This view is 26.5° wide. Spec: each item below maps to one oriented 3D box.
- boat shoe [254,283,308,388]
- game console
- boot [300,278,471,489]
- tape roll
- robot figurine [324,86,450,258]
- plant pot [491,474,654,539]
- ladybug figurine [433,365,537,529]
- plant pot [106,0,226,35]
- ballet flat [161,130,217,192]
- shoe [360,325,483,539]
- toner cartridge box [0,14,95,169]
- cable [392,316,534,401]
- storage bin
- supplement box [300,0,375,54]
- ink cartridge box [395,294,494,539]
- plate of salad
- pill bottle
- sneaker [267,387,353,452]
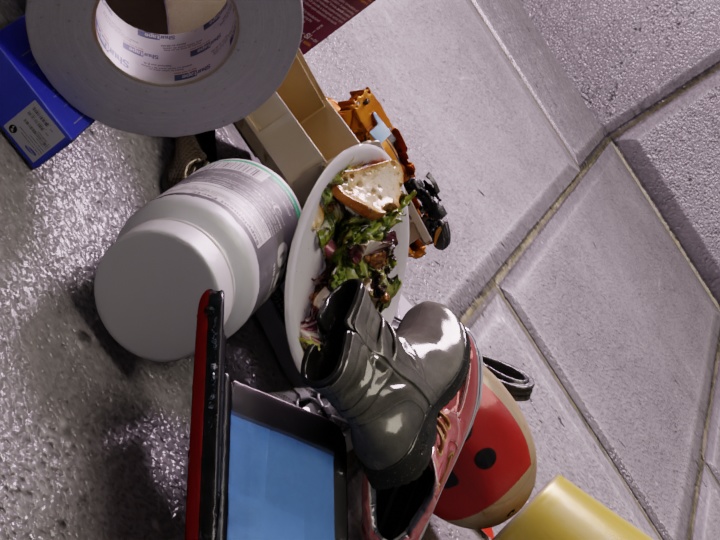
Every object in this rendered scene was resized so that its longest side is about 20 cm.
[{"bbox_3d":[-0.060,0.009,1.310,0.201,0.072,0.066,61,16,7],"label":"boat shoe"},{"bbox_3d":[-0.055,0.140,0.997,0.173,0.117,0.202,102,-11,-51],"label":"game console"},{"bbox_3d":[0.021,0.054,1.152,0.131,0.067,0.201,61,29,-28],"label":"boot"},{"bbox_3d":[-0.141,-0.195,1.106,0.200,0.199,0.067,41,26,-37],"label":"tape roll"},{"bbox_3d":[0.012,-0.091,1.569,0.058,0.144,0.201,-41,115,-28],"label":"robot figurine"},{"bbox_3d":[0.196,0.290,1.335,0.189,0.201,0.200,46,18,12],"label":"plant pot"},{"bbox_3d":[0.073,0.147,1.324,0.201,0.135,0.072,53,28,-14],"label":"ladybug figurine"},{"bbox_3d":[-0.122,-0.294,1.283,0.187,0.199,0.188,47,-27,33],"label":"plant pot"},{"bbox_3d":[-0.144,-0.122,1.341,0.067,0.046,0.201,45,23,-32],"label":"ballet flat"},{"bbox_3d":[0.051,0.131,1.219,0.071,0.202,0.091,19,-12,4],"label":"shoe"},{"bbox_3d":[-0.234,-0.156,1.186,0.095,0.043,0.200,54,20,-13],"label":"toner cartridge box"},{"bbox_3d":[0.058,0.080,1.396,0.198,0.051,0.097,21,15,-10],"label":"cable"},{"bbox_3d":[-0.047,-0.115,1.360,0.201,0.093,0.199,55,-1,31],"label":"storage bin"},{"bbox_3d":[-0.071,-0.290,1.537,0.085,0.199,0.111,23,38,-58],"label":"supplement box"},{"bbox_3d":[0.081,0.139,1.479,0.200,0.057,0.163,43,24,-24],"label":"ink cartridge box"},{"bbox_3d":[0.000,0.000,1.229,0.200,0.048,0.202,-33,128,-55],"label":"plate of salad"},{"bbox_3d":[-0.118,-0.009,1.137,0.114,0.113,0.200,55,21,-6],"label":"pill bottle"},{"bbox_3d":[-0.046,0.113,1.167,0.075,0.082,0.200,60,20,10],"label":"sneaker"}]
